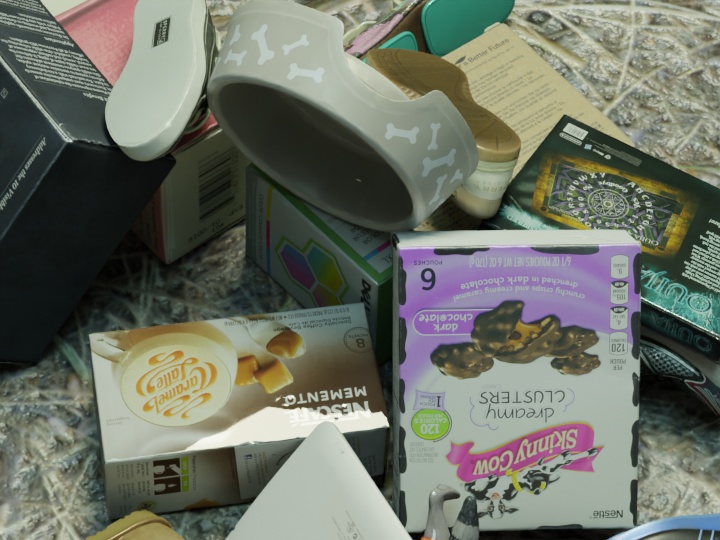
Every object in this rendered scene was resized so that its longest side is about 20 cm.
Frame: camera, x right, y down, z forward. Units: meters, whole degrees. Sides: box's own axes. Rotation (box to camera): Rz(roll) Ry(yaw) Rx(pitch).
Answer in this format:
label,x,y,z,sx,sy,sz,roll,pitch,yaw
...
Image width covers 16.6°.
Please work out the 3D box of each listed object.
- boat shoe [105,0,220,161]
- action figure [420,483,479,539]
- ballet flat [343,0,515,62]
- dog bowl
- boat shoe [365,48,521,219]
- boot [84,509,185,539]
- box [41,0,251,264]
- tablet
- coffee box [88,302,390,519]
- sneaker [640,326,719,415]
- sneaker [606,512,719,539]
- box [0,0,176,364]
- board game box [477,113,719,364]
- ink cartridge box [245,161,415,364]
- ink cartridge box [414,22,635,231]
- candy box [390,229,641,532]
label,x,y,z,sx,sy,sz,roll,pitch,yaw
boat shoe,-0.129,-0.133,1.744,0.070,0.064,0.201,-18,35,19
action figure,0.023,0.232,1.615,0.199,0.105,0.194,28,84,24
ballet flat,0.034,-0.191,1.986,0.200,0.069,0.071,-36,42,-26
dog bowl,-0.018,-0.100,1.699,0.199,0.200,0.059,27,71,17
boat shoe,0.054,-0.105,1.815,0.072,0.065,0.200,-3,30,-26
boot,-0.132,0.238,1.595,0.175,0.066,0.200,-36,39,-27
box,-0.168,-0.126,1.879,0.109,0.128,0.200,-33,60,-25
tablet,-0.020,0.205,1.620,0.130,0.014,0.200,-51,42,15
coffee box,-0.086,0.099,1.739,0.199,0.080,0.115,-6,53,-7
sneaker,0.183,0.058,1.795,0.199,0.081,0.075,25,84,16
sneaker,0.241,0.212,1.672,0.199,0.070,0.078,-11,47,-12
box,-0.272,-0.072,1.774,0.124,0.200,0.197,9,34,-53
board game box,0.201,-0.025,1.782,0.199,0.028,0.135,27,51,17
ink cartridge box,0.000,0.000,1.805,0.059,0.104,0.200,-35,62,-25
ink cartridge box,0.083,-0.078,1.887,0.199,0.075,0.165,-31,58,-23
candy box,0.106,0.075,1.696,0.167,0.201,0.072,-1,10,-3
